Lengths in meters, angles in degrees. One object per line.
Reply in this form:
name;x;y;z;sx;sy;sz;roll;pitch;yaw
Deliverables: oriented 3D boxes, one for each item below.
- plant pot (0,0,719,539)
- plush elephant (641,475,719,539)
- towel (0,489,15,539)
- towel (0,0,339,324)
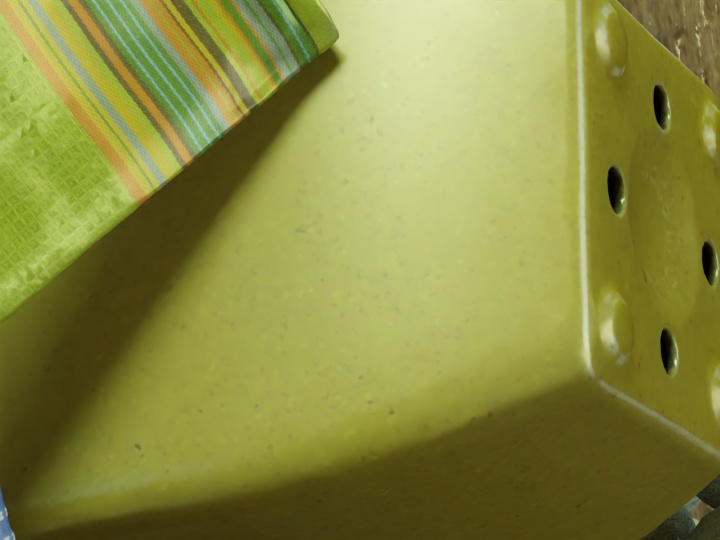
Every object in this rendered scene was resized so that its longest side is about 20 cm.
plant pot;0.000;0.000;0.763;0.195;0.199;0.195;29;56;-56
plush elephant;0.118;0.124;0.883;0.200;0.154;0.165;49;48;-44
towel;-0.149;0.051;0.592;0.144;0.024;0.201;-19;101;-38
towel;-0.097;-0.033;0.643;0.200;0.018;0.086;-43;104;-20
